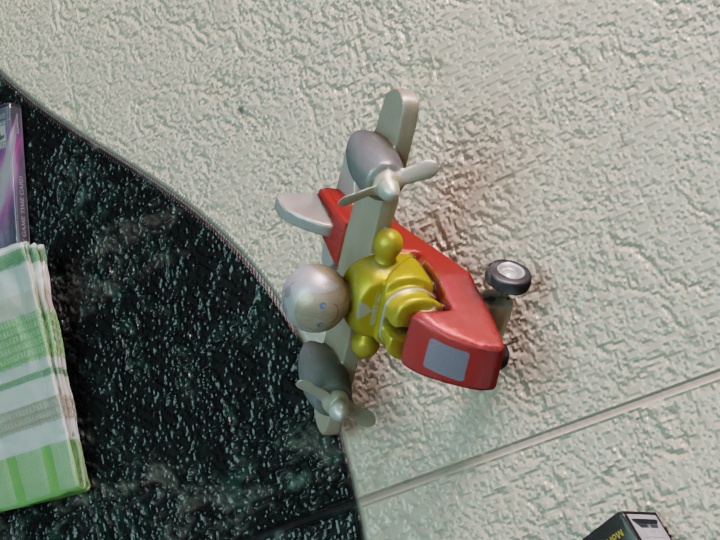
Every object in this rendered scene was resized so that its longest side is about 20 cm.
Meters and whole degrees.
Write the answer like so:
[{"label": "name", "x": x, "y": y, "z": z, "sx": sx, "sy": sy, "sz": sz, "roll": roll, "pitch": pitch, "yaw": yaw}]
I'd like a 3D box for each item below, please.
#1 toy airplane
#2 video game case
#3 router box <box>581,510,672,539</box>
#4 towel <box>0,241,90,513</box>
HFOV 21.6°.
[{"label": "toy airplane", "x": 0.000, "y": 0.000, "z": 1.248, "sx": 0.199, "sy": 0.140, "sz": 0.202, "roll": -22, "pitch": 84, "yaw": 52}, {"label": "video game case", "x": -0.330, "y": -0.025, "z": 1.567, "sx": 0.142, "sy": 0.019, "sz": 0.202, "roll": -15, "pitch": 74, "yaw": 33}, {"label": "router box", "x": 0.138, "y": 0.269, "z": 1.163, "sx": 0.200, "sy": 0.052, "sz": 0.158, "roll": -42, "pitch": 62, "yaw": 23}, {"label": "towel", "x": -0.285, "y": 0.090, "z": 1.500, "sx": 0.148, "sy": 0.031, "sz": 0.202, "roll": -17, "pitch": 83, "yaw": 35}]
